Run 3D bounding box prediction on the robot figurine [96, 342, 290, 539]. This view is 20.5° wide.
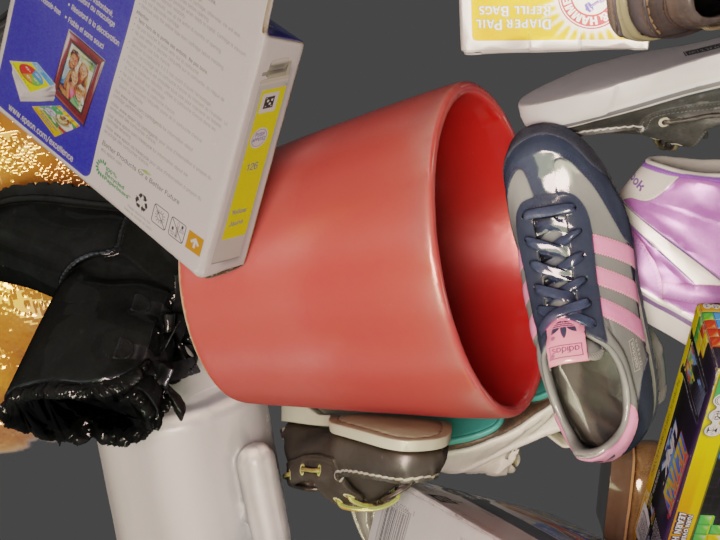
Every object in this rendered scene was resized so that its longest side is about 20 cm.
[{"bbox_3d":[-0.107,0.135,1.283,0.169,0.112,0.202,13,117,50],"label":"robot figurine"}]

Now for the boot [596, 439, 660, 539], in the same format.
[{"bbox_3d":[0.184,0.206,1.279,0.075,0.074,0.202,5,107,-1],"label":"boot"}]

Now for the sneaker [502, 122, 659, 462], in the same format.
[{"bbox_3d":[0.126,0.015,1.156,0.070,0.082,0.202,-15,100,24],"label":"sneaker"}]

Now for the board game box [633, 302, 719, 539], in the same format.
[{"bbox_3d":[0.260,0.108,1.165,0.163,0.057,0.201,0,133,-6],"label":"board game box"}]

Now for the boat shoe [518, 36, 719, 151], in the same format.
[{"bbox_3d":[0.193,-0.100,1.172,0.198,0.069,0.057,-12,106,12],"label":"boat shoe"}]

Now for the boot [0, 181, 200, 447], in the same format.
[{"bbox_3d":[-0.181,0.028,1.222,0.196,0.164,0.074,-1,141,23],"label":"boot"}]

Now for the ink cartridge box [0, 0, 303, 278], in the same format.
[{"bbox_3d":[-0.118,-0.132,1.110,0.197,0.047,0.201,39,125,29],"label":"ink cartridge box"}]

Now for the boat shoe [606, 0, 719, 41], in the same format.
[{"bbox_3d":[0.221,-0.173,1.085,0.073,0.199,0.075,21,136,48],"label":"boat shoe"}]

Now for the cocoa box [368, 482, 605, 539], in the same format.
[{"bbox_3d":[0.091,0.218,1.191,0.130,0.200,0.135,14,91,-22],"label":"cocoa box"}]

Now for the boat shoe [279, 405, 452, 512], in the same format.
[{"bbox_3d":[0.003,0.116,1.208,0.071,0.201,0.061,3,90,-19],"label":"boat shoe"}]

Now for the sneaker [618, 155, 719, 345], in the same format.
[{"bbox_3d":[0.242,0.003,1.196,0.199,0.073,0.115,29,106,-2],"label":"sneaker"}]

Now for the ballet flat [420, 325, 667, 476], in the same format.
[{"bbox_3d":[0.104,0.094,1.261,0.198,0.070,0.070,-23,103,16],"label":"ballet flat"}]

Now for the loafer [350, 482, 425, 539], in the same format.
[{"bbox_3d":[0.049,0.214,1.317,0.071,0.063,0.201,-29,106,-15],"label":"loafer"}]

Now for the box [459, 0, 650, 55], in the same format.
[{"bbox_3d":[0.112,-0.230,1.124,0.111,0.101,0.202,1,109,11],"label":"box"}]

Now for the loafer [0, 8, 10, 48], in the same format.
[{"bbox_3d":[-0.156,-0.153,1.219,0.199,0.068,0.071,-28,93,15],"label":"loafer"}]

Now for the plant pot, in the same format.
[{"bbox_3d":[0.000,0.000,1.186,0.176,0.200,0.202,-9,107,22],"label":"plant pot"}]
